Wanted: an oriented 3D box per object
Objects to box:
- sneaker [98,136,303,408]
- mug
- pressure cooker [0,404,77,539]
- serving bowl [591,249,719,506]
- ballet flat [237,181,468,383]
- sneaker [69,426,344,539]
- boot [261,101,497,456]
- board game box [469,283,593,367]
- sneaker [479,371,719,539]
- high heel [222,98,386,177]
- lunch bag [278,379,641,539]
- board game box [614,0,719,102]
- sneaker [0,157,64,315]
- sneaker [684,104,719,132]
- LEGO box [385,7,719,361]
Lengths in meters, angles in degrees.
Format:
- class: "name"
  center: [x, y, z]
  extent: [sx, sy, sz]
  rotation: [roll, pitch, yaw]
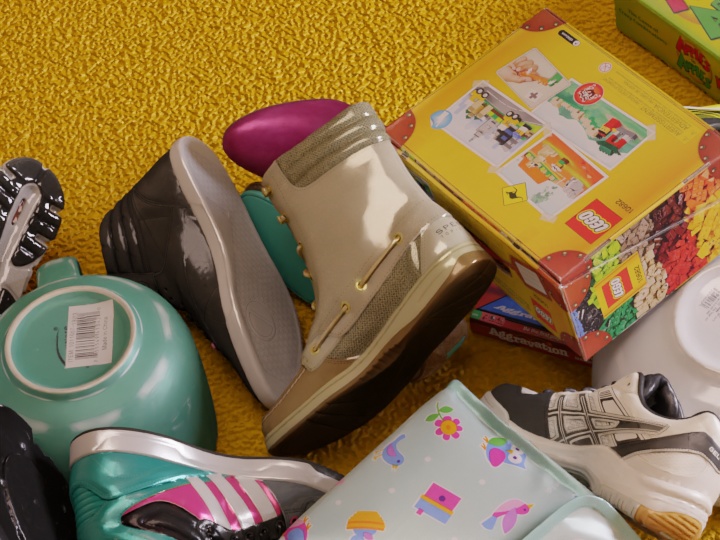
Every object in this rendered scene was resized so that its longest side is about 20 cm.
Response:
- class: "sneaker"
  center: [-0.111, 0.019, 1.688]
  extent: [0.099, 0.071, 0.201]
  rotation: [-34, 70, 27]
- class: "mug"
  center: [-0.187, 0.071, 1.618]
  extent: [0.184, 0.115, 0.152]
  rotation: [32, 62, 30]
- class: "pressure cooker"
  center: [-0.273, 0.191, 1.488]
  extent: [0.199, 0.179, 0.177]
  rotation: [-24, 39, 10]
- class: "serving bowl"
  center: [0.241, 0.046, 1.569]
  extent: [0.198, 0.066, 0.201]
  rotation: [-6, 55, 9]
- class: "ballet flat"
  center: [0.000, 0.000, 1.684]
  extent: [0.072, 0.068, 0.200]
  rotation: [-23, 47, -35]
- class: "sneaker"
  center: [-0.085, 0.173, 1.515]
  extent: [0.198, 0.084, 0.122]
  rotation: [12, 59, -18]
- class: "boot"
  center: [-0.021, 0.008, 1.603]
  extent: [0.200, 0.072, 0.155]
  rotation: [-47, 65, 23]
- class: "board game box"
  center: [0.183, 0.024, 1.654]
  extent: [0.199, 0.020, 0.103]
  rotation: [16, 54, 22]
- class: "sneaker"
  center: [0.155, 0.099, 1.524]
  extent: [0.199, 0.075, 0.088]
  rotation: [25, 83, 49]
- class: "high heel"
  center: [0.006, -0.058, 1.688]
  extent: [0.199, 0.068, 0.096]
  rotation: [12, 34, -26]
- class: "lunch bag"
  center: [0.070, 0.193, 1.470]
  extent: [0.170, 0.122, 0.200]
  rotation: [-39, 62, -23]
- class: "board game box"
  center: [0.284, -0.167, 1.775]
  extent: [0.101, 0.048, 0.200]
  rotation: [-35, 53, -18]
- class: "sneaker"
  center: [-0.274, 0.019, 1.715]
  extent: [0.090, 0.078, 0.201]
  rotation: [-8, 50, 58]
- class: "sneaker"
  center: [0.198, -0.083, 1.683]
  extent: [0.198, 0.075, 0.085]
  rotation: [-4, 10, 7]
- class: "LEGO box"
  center: [0.130, -0.059, 1.598]
  extent: [0.149, 0.077, 0.200]
  rotation: [-37, 48, -12]
